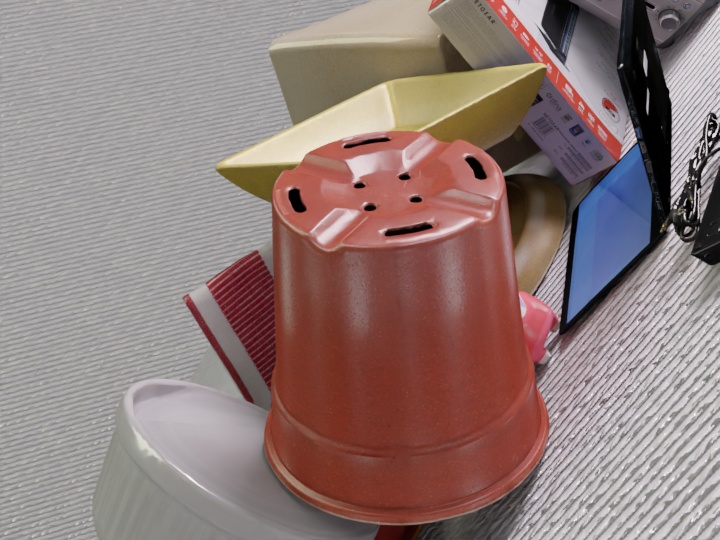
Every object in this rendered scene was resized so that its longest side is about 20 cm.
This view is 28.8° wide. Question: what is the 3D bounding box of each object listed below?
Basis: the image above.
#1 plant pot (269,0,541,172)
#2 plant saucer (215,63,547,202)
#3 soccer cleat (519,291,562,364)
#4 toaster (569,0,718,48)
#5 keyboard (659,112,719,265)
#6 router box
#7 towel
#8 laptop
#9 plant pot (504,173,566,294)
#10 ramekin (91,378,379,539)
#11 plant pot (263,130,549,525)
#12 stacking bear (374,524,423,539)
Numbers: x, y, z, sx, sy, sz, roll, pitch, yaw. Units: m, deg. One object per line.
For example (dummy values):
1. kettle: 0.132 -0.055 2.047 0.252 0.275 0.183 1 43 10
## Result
1. plant pot: 0.068 -0.156 1.297 0.177 0.201 0.200 -4 20 48
2. plant saucer: 0.019 -0.099 1.086 0.200 0.049 0.200 -30 20 -33
3. soccer cleat: 0.084 0.060 1.111 0.067 0.076 0.200 -63 11 -27
4. toaster: 0.232 -0.296 1.197 0.114 0.129 0.201 -44 32 50
5. keyboard: 0.250 -0.085 0.894 0.127 0.021 0.201 -33 26 56
6. router box: 0.152 -0.201 1.192 0.049 0.200 0.180 -28 27 35
7. towel: -0.023 0.028 1.125 0.199 0.144 0.023 -32 18 -6
8. laptop: 0.175 -0.091 1.033 0.103 0.201 0.178 -12 31 19
9. plant pot: 0.099 -0.009 1.246 0.200 0.027 0.200 -40 28 27
10. ramekin: -0.094 0.167 0.979 0.095 0.202 0.202 -61 9 12
11. plant pot: 0.025 0.026 0.926 0.201 0.200 0.196 -73 -19 -56
12. stacking bear: 0.001 0.166 1.140 0.122 0.113 0.200 -57 14 10
